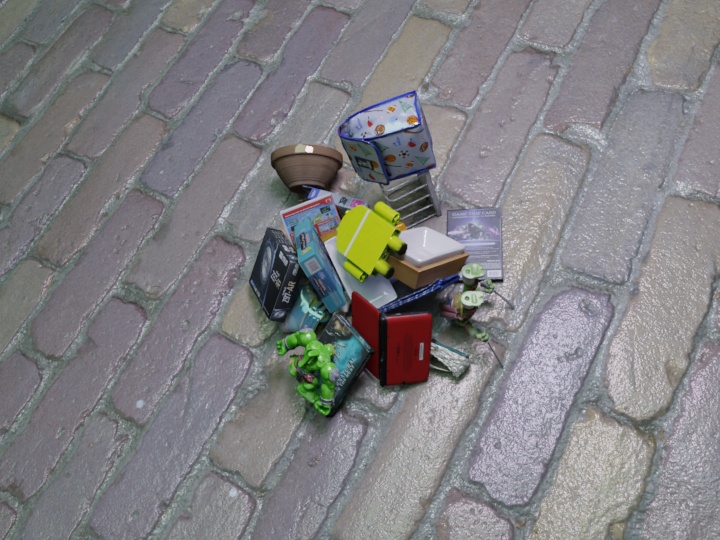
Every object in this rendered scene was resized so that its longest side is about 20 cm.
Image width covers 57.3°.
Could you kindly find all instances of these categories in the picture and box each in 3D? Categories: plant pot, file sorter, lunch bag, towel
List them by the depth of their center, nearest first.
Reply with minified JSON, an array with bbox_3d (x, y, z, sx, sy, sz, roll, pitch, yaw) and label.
[{"bbox_3d":[0.061,-0.292,1.517,0.195,0.171,0.127,-13,57,12],"label":"lunch bag"},{"bbox_3d":[0.128,0.055,1.531,0.197,0.144,0.024,-25,86,27],"label":"towel"},{"bbox_3d":[0.113,-0.220,1.676,0.122,0.201,0.141,-25,60,4],"label":"file sorter"},{"bbox_3d":[-0.145,-0.263,1.774,0.195,0.201,0.096,-2,81,13],"label":"plant pot"}]

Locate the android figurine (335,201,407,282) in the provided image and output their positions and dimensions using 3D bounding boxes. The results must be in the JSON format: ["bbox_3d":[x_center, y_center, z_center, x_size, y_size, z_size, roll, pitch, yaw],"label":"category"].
[{"bbox_3d":[0.018,-0.070,1.529,0.199,0.041,0.185,35,102,35],"label":"android figurine"}]

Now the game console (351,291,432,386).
[{"bbox_3d":[0.069,0.151,1.507,0.167,0.204,0.120,-5,36,-6],"label":"game console"}]

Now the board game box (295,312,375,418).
[{"bbox_3d":[-0.062,0.220,1.530,0.135,0.028,0.202,44,113,30],"label":"board game box"}]

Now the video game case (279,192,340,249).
[{"bbox_3d":[-0.107,-0.078,1.681,0.140,0.204,0.017,-19,16,3],"label":"video game case"}]

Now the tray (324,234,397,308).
[{"bbox_3d":[0.000,0.000,1.596,0.105,0.022,0.204,-26,86,-4],"label":"tray"}]

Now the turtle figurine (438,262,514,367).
[{"bbox_3d":[0.279,0.078,1.484,0.198,0.195,0.145,34,72,23],"label":"turtle figurine"}]

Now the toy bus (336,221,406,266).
[{"bbox_3d":[0.032,-0.052,1.658,0.196,0.066,0.078,-24,17,-4],"label":"toy bus"}]

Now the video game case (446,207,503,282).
[{"bbox_3d":[0.286,-0.065,1.654,0.139,0.019,0.205,-2,62,13],"label":"video game case"}]

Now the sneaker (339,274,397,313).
[{"bbox_3d":[0.028,0.046,1.639,0.196,0.075,0.083,-21,73,5],"label":"sneaker"}]

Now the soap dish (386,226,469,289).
[{"bbox_3d":[0.142,-0.032,1.577,0.156,0.083,0.197,29,32,36],"label":"soap dish"}]

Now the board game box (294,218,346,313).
[{"bbox_3d":[-0.099,-0.014,1.572,0.046,0.153,0.201,-27,27,5],"label":"board game box"}]

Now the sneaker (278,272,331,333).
[{"bbox_3d":[-0.121,0.065,1.642,0.127,0.079,0.206,12,91,16],"label":"sneaker"}]

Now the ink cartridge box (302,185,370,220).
[{"bbox_3d":[-0.061,-0.155,1.728,0.196,0.120,0.043,18,65,22],"label":"ink cartridge box"}]

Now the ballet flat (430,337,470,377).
[{"bbox_3d":[0.161,0.186,1.532,0.197,0.072,0.072,28,72,25],"label":"ballet flat"}]

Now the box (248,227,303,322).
[{"bbox_3d":[-0.211,0.008,1.637,0.200,0.043,0.163,50,122,53],"label":"box"}]

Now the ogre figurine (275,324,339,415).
[{"bbox_3d":[-0.111,0.216,1.491,0.121,0.096,0.203,-52,46,37],"label":"ogre figurine"}]
